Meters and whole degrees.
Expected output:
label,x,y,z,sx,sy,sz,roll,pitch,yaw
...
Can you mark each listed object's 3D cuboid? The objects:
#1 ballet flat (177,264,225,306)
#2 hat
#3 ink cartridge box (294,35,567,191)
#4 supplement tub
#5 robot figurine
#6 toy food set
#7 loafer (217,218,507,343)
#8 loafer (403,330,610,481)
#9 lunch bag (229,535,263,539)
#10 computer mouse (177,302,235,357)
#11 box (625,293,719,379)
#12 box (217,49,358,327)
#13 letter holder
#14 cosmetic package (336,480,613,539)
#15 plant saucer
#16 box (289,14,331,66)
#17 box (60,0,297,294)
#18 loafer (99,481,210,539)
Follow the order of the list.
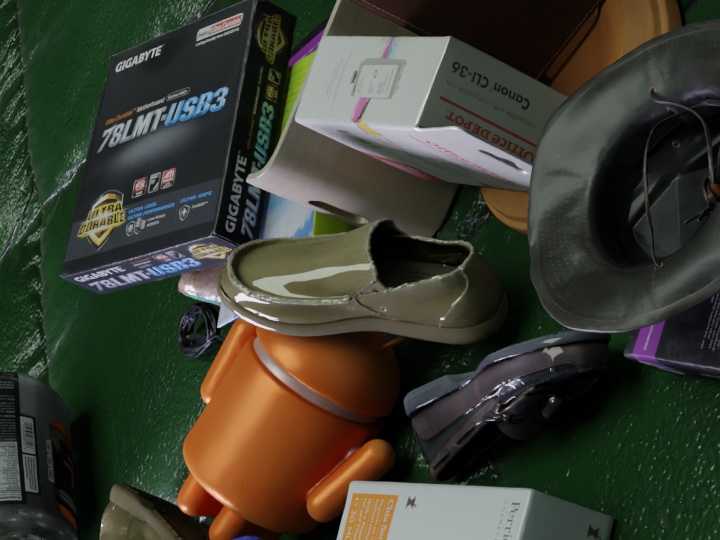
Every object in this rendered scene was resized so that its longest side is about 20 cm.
label,x,y,z,sx,sy,sz,roll,pitch,yaw
ballet flat,-0.118,-0.063,1.966,0.068,0.067,0.200,92,178,-55
hat,0.188,-0.044,1.420,0.200,0.081,0.201,-24,55,40
ink cartridge box,0.060,-0.104,1.647,0.200,0.116,0.068,11,79,58
supplement tub,-0.298,0.194,2.082,0.123,0.122,0.200,-46,37,32
robot figurine,-0.046,0.105,1.753,0.200,0.116,0.144,-58,18,14
toy food set,0.017,-0.130,1.775,0.060,0.143,0.200,25,92,63
loafer,0.000,0.000,1.677,0.076,0.199,0.068,-74,-17,-49
loafer,0.099,0.087,1.597,0.200,0.072,0.063,-28,68,55
lunch bag,-0.119,0.295,1.735,0.200,0.127,0.170,-45,36,49
computer mouse,-0.095,0.056,1.948,0.200,0.034,0.059,-168,76,-64
box,0.243,-0.003,1.432,0.200,0.036,0.143,9,79,60
box,-0.048,-0.058,1.856,0.122,0.048,0.200,-27,50,49
letter holder,0.066,-0.234,1.637,0.142,0.200,0.101,-51,34,25
cosmetic package,0.062,0.191,1.570,0.200,0.071,0.102,-6,66,56
plant saucer,0.138,-0.122,1.685,0.200,0.037,0.201,-35,44,43
box,-0.031,-0.099,1.937,0.143,0.036,0.200,-37,41,43
box,-0.140,-0.093,1.918,0.200,0.050,0.199,-13,61,47
loafer,-0.148,0.216,1.887,0.068,0.076,0.200,-69,21,0
